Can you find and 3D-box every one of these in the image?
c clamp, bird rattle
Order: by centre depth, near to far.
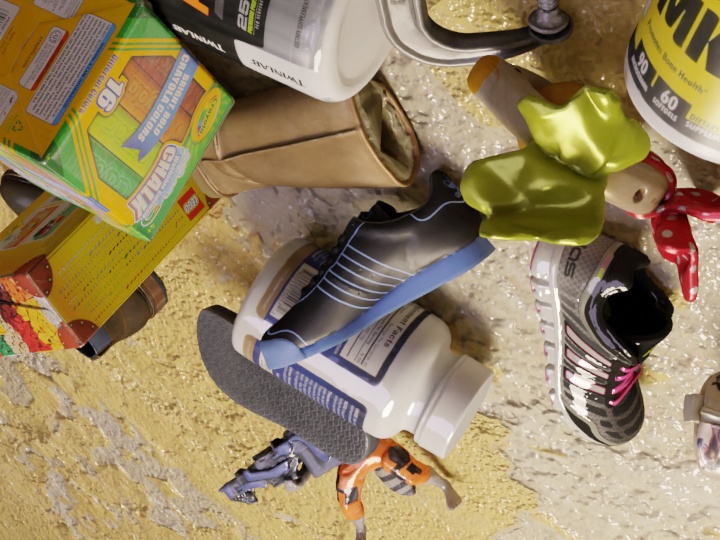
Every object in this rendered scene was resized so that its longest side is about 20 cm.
[{"bbox_3d":[0.084,-0.189,0.855,0.170,0.027,0.200,-1,145,4],"label":"c clamp"},{"bbox_3d":[0.149,-0.075,0.890,0.163,0.199,0.113,53,124,39],"label":"bird rattle"}]

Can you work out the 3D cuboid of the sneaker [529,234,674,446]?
[{"bbox_3d":[0.183,0.054,1.040,0.087,0.074,0.200,14,134,40],"label":"sneaker"}]

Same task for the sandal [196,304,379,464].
[{"bbox_3d":[-0.064,0.099,1.270,0.200,0.043,0.076,35,128,18],"label":"sandal"}]

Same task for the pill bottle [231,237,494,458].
[{"bbox_3d":[0.004,0.067,1.186,0.200,0.111,0.111,31,145,12],"label":"pill bottle"}]

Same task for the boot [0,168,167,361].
[{"bbox_3d":[-0.285,-0.006,1.381,0.200,0.097,0.075,41,145,-3],"label":"boot"}]

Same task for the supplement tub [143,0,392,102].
[{"bbox_3d":[-0.076,-0.200,0.949,0.199,0.123,0.123,25,143,19],"label":"supplement tub"}]

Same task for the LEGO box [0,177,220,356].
[{"bbox_3d":[-0.234,-0.024,1.224,0.149,0.200,0.077,-8,124,47],"label":"LEGO box"}]

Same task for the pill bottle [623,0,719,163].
[{"bbox_3d":[0.218,-0.156,0.738,0.114,0.114,0.200,31,144,11],"label":"pill bottle"}]

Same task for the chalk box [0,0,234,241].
[{"bbox_3d":[-0.181,-0.109,1.002,0.124,0.125,0.200,26,173,25],"label":"chalk box"}]

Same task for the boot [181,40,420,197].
[{"bbox_3d":[-0.072,-0.128,1.085,0.200,0.066,0.175,-2,137,43],"label":"boot"}]

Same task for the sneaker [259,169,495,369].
[{"bbox_3d":[0.000,0.000,1.091,0.200,0.070,0.078,-30,93,11],"label":"sneaker"}]

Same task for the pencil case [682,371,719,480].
[{"bbox_3d":[0.322,0.121,0.983,0.199,0.078,0.089,9,157,36],"label":"pencil case"}]

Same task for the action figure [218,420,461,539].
[{"bbox_3d":[-0.028,0.169,1.346,0.200,0.105,0.194,-25,107,29],"label":"action figure"}]
